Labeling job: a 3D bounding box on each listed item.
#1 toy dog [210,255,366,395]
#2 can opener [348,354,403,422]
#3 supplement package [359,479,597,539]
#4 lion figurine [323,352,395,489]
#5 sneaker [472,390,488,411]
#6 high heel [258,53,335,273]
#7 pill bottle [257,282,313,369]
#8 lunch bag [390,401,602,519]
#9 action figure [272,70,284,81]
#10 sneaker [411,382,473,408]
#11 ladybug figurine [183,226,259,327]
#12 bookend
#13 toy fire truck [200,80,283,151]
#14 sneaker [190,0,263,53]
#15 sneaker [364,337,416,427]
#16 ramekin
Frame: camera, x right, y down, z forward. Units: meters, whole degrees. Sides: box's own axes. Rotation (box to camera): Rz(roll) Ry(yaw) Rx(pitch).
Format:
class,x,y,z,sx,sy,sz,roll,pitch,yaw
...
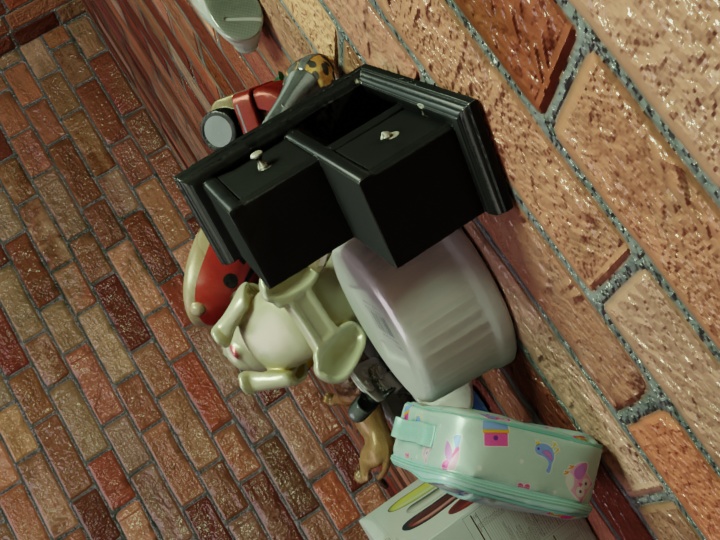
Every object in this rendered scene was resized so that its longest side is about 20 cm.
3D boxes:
class,x,y,z,sx,sy,sz,roll,pitch,yaw
toy dog,-0.086,0.050,0.993,0.140,0.194,0.199,49,139,-13
can opener,0.033,0.129,1.080,0.053,0.067,0.199,46,-156,12
supplement package,0.131,0.305,0.983,0.148,0.199,0.191,59,169,-4
lion figurine,0.008,0.191,1.130,0.202,0.072,0.122,61,155,1
sneaker,0.107,0.196,1.117,0.071,0.077,0.200,54,168,14
high heel,-0.040,-0.105,0.868,0.070,0.144,0.202,9,140,21
pill bottle,-0.097,0.066,1.186,0.115,0.113,0.201,55,152,18
lunch bag,0.113,0.170,0.800,0.200,0.158,0.078,150,132,-76
action figure,-0.067,-0.138,1.086,0.201,0.054,0.118,56,167,-4
sneaker,0.080,0.102,1.052,0.201,0.075,0.089,59,-176,32
ladybug figurine,-0.177,-0.004,1.166,0.201,0.071,0.137,-73,-18,-50
bookend,-0.022,-0.063,0.687,0.093,0.198,0.199,63,169,-28
toy fire truck,-0.062,-0.126,0.969,0.129,0.197,0.178,-46,-59,-63
sneaker,-0.182,-0.336,1.022,0.202,0.070,0.080,57,172,6
sneaker,0.050,0.150,1.199,0.201,0.081,0.075,57,180,8
ramekin,0.055,0.029,0.852,0.202,0.097,0.201,56,168,17
